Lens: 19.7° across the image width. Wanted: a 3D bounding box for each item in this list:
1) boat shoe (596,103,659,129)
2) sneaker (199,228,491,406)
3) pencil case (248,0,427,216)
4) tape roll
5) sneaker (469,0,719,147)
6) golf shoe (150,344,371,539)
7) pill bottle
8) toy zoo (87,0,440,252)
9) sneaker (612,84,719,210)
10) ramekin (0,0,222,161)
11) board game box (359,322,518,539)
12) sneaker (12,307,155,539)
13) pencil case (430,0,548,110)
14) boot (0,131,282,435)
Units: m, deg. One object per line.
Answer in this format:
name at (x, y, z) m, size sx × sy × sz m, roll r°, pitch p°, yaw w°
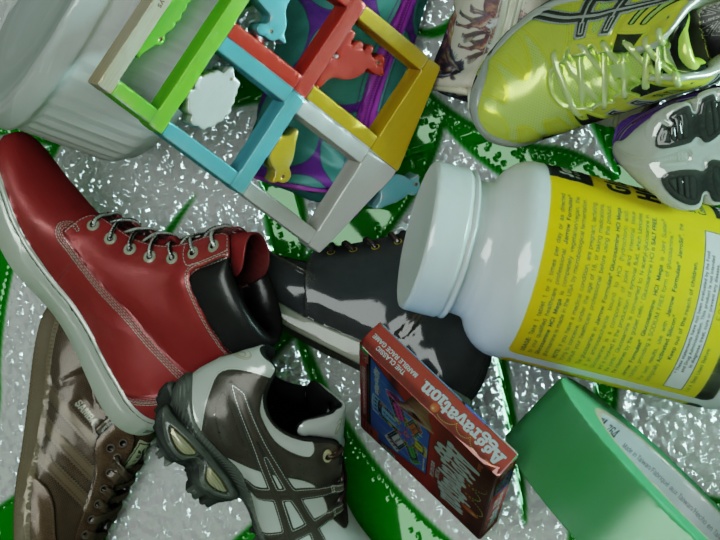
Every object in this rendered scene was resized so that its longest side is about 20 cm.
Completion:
boat shoe at (0.170, -0.182, 1.219) m, size 0.064 × 0.072 × 0.202 m, roll 20°, pitch 99°, yaw 13°
sneaker at (0.000, 0.000, 1.264) m, size 0.199 × 0.075 × 0.107 m, roll 28°, pitch 84°, yaw 12°
pencil case at (-0.003, -0.140, 1.252) m, size 0.092 × 0.085 × 0.202 m, roll 22°, pitch 95°, yaw 45°
tape roll at (0.167, 0.145, 1.141) m, size 0.048 × 0.200 × 0.200 m, roll -46°, pitch 79°, yaw 7°
sneaker at (0.151, -0.125, 1.153) m, size 0.199 × 0.076 × 0.076 m, roll -25°, pitch 103°, yaw 9°
golf shoe at (-0.031, 0.123, 1.212) m, size 0.094 × 0.078 × 0.200 m, roll -35°, pitch 124°, yaw 15°
pill bottle at (0.126, 0.003, 1.171) m, size 0.198 × 0.112 × 0.114 m, roll 14°, pitch 92°, yaw -8°
toy zoo at (-0.041, -0.102, 1.179) m, size 0.199 × 0.020 × 0.132 m, roll 36°, pitch 84°, yaw -26°
sneaker at (0.235, -0.090, 1.180) m, size 0.198 × 0.083 × 0.081 m, roll -9°, pitch 106°, yaw -15°
ramekin at (-0.140, -0.159, 1.239) m, size 0.094 × 0.202 × 0.203 m, roll 28°, pitch 96°, yaw -21°
board game box at (0.041, 0.096, 1.179) m, size 0.103 × 0.200 × 0.019 m, roll 42°, pitch 78°, yaw 12°
sneaker at (-0.169, 0.119, 1.295) m, size 0.075 × 0.070 × 0.202 m, roll 3°, pitch 90°, yaw 13°
pencil case at (0.097, -0.189, 1.227) m, size 0.077 × 0.089 × 0.202 m, roll 15°, pitch 93°, yaw 12°
boot at (-0.131, -0.021, 1.227) m, size 0.144 × 0.072 × 0.201 m, roll -36°, pitch 86°, yaw 31°
